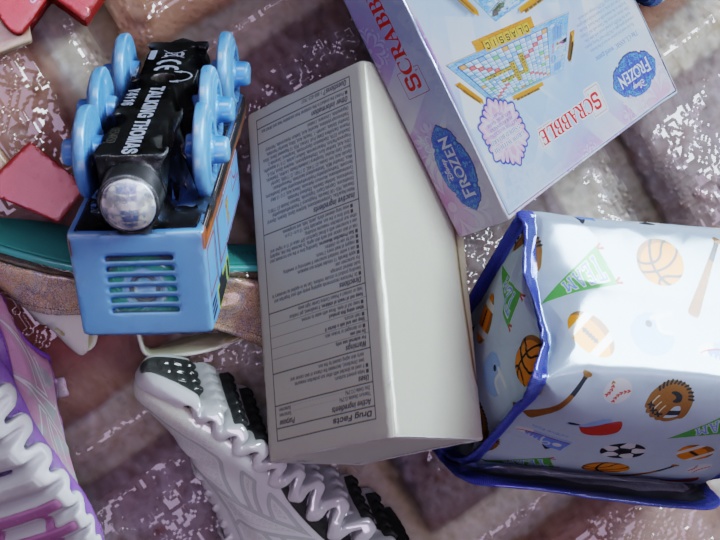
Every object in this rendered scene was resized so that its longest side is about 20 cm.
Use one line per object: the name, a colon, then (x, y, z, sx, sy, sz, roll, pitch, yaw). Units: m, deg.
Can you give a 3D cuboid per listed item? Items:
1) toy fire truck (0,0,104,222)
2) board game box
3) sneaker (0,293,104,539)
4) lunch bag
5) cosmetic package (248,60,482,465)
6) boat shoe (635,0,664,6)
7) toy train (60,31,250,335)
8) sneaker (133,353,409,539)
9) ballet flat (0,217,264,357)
toy fire truck: (-0.212, -0.136, 0.822, 0.199, 0.049, 0.142, 36, 87, -10)
board game box: (0.079, -0.151, 0.831, 0.199, 0.041, 0.201, -34, 100, -43)
sneaker: (-0.192, 0.092, 0.824, 0.080, 0.089, 0.202, -14, 118, 19)
lunch bag: (0.139, 0.065, 0.831, 0.168, 0.200, 0.125, 7, 63, -12)
cosmetic package: (0.000, 0.000, 0.809, 0.073, 0.103, 0.203, 7, 74, -43)
boat shoe: (0.158, -0.264, 0.884, 0.072, 0.072, 0.202, -31, 108, -13)
toy train: (-0.104, -0.052, 0.781, 0.085, 0.201, 0.116, 0, 118, 2)
sneaker: (-0.061, 0.128, 0.850, 0.081, 0.075, 0.200, -44, 109, 8)
ballet flat: (-0.134, 0.016, 0.840, 0.197, 0.068, 0.068, 7, 110, -10)
